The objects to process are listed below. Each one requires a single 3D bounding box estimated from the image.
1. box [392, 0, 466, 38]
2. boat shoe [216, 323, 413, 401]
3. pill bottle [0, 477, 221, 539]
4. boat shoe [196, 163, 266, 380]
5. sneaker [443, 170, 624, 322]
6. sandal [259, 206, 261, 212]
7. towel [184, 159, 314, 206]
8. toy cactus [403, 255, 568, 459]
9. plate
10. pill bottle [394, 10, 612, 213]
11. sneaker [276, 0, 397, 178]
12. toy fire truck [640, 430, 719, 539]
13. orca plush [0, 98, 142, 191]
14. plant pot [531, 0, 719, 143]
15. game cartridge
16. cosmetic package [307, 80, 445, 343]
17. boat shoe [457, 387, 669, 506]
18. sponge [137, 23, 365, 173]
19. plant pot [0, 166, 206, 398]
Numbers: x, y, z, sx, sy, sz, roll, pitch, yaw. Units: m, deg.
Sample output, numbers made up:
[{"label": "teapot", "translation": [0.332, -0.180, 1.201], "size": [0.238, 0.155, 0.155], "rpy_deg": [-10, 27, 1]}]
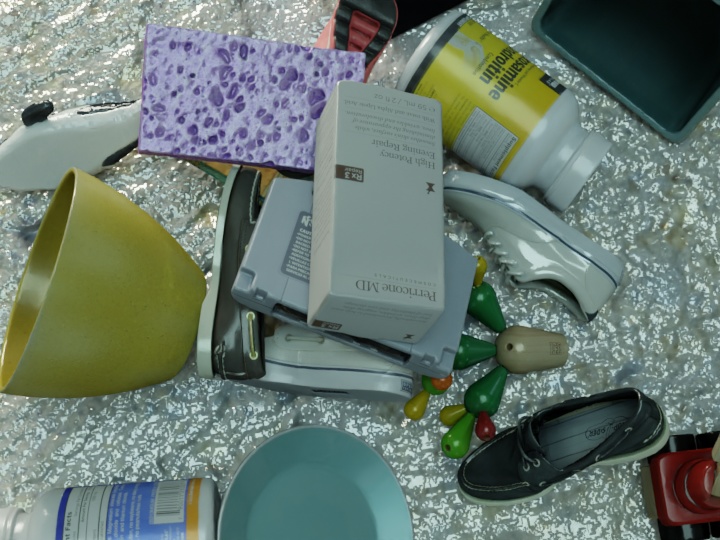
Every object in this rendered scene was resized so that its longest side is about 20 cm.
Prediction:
[{"label": "box", "translation": [0.036, -0.368, 1.040], "size": [0.123, 0.200, 0.198], "rpy_deg": [-27, 79, -9]}, {"label": "boat shoe", "translation": [-0.045, 0.074, 0.982], "size": [0.197, 0.071, 0.071], "rpy_deg": [2, 73, 22]}, {"label": "pill bottle", "translation": [-0.220, 0.241, 0.932], "size": [0.197, 0.112, 0.114], "rpy_deg": [-4, 77, -3]}, {"label": "boat shoe", "translation": [-0.102, 0.000, 0.965], "size": [0.060, 0.072, 0.204], "rpy_deg": [5, 69, 2]}, {"label": "sneaker", "translation": [0.154, -0.023, 1.030], "size": [0.199, 0.073, 0.071], "rpy_deg": [30, 74, 4]}, {"label": "sandal", "translation": [-0.040, 0.013, 1.026], "size": [0.075, 0.048, 0.201], "rpy_deg": [-33, 80, -10]}, {"label": "towel", "translation": [-0.074, -0.124, 1.056], "size": [0.199, 0.022, 0.147], "rpy_deg": [30, 61, 6]}, {"label": "toy cactus", "translation": [0.114, 0.068, 1.006], "size": [0.163, 0.102, 0.203], "rpy_deg": [1, 68, -12]}, {"label": "plate", "translation": [-0.040, 0.238, 0.955], "size": [0.198, 0.025, 0.203], "rpy_deg": [10, 71, -31]}, {"label": "pill bottle", "translation": [0.137, -0.148, 1.038], "size": [0.199, 0.112, 0.112], "rpy_deg": [37, 78, 6]}, {"label": "sneaker", "translation": [-0.025, -0.175, 1.044], "size": [0.073, 0.087, 0.202], "rpy_deg": [28, 84, -10]}, {"label": "toy fire truck", "translation": [0.348, 0.161, 0.930], "size": [0.173, 0.200, 0.130], "rpy_deg": [-5, 77, -3]}, {"label": "orca plush", "translation": [-0.265, -0.143, 1.039], "size": [0.199, 0.071, 0.105], "rpy_deg": [-34, 124, 16]}, {"label": "plant pot", "translation": [0.319, -0.288, 1.048], "size": [0.196, 0.196, 0.200], "rpy_deg": [40, 68, 7]}, {"label": "game cartridge", "translation": [0.000, 0.000, 0.940], "size": [0.198, 0.042, 0.134], "rpy_deg": [22, 54, -7]}, {"label": "cosmetic package", "translation": [0.014, -0.050, 0.904], "size": [0.100, 0.074, 0.202], "rpy_deg": [8, 62, -16]}, {"label": "boat shoe", "translation": [0.171, 0.152, 0.962], "size": [0.197, 0.066, 0.075], "rpy_deg": [-16, 51, 19]}, {"label": "sponge", "translation": [-0.097, -0.150, 0.969], "size": [0.197, 0.030, 0.113], "rpy_deg": [5, 89, -12]}, {"label": "plant pot", "translation": [-0.220, 0.029, 0.959], "size": [0.141, 0.199, 0.203], "rpy_deg": [20, 75, -23]}]
